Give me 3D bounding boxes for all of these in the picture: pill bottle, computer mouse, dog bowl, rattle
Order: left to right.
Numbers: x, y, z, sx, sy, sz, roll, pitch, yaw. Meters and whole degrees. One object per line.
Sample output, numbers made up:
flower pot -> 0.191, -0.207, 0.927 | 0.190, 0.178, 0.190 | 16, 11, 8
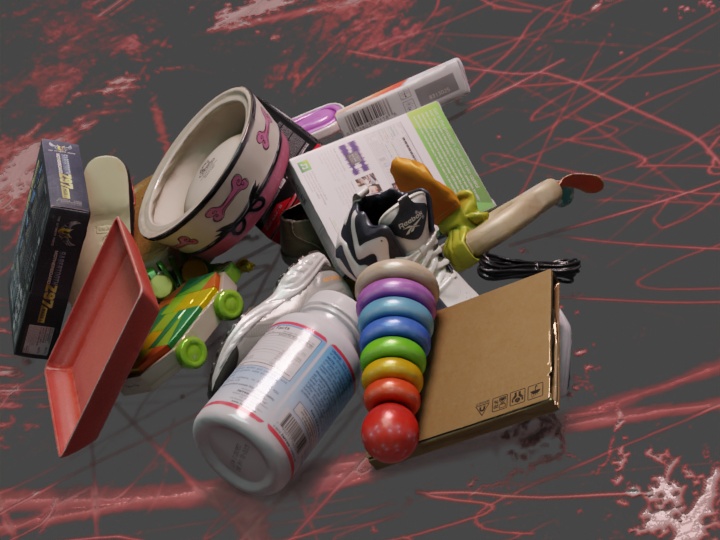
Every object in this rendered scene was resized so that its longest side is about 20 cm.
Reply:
dog bowl -> -0.158, -0.101, 1.605 | 0.200, 0.073, 0.202 | -39, 31, 29
pill bottle -> -0.067, 0.114, 1.410 | 0.108, 0.110, 0.200 | 10, 43, 33
rattle -> 0.147, -0.096, 1.558 | 0.199, 0.130, 0.143 | -35, 77, -11
computer mouse -> 0.175, 0.047, 1.426 | 0.108, 0.044, 0.201 | 8, 39, -8

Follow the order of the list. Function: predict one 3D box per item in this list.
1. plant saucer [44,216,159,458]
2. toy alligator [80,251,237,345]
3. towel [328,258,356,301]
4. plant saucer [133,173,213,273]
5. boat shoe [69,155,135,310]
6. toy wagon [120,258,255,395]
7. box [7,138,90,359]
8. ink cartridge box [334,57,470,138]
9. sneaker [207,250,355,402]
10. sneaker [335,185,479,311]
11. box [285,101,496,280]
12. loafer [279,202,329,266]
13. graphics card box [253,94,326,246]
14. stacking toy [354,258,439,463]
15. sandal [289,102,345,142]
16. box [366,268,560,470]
plant saucer -> -0.269, 0.070, 1.514 | 0.202, 0.036, 0.200 | -61, 25, 14
toy alligator -> -0.234, 0.020, 1.634 | 0.198, 0.059, 0.055 | -24, 72, -9
towel -> 0.000, 0.000, 1.611 | 0.085, 0.018, 0.200 | -24, 36, -10
plant saucer -> -0.238, -0.057, 1.732 | 0.198, 0.036, 0.202 | -18, 45, 19
boat shoe -> -0.296, -0.028, 1.676 | 0.072, 0.063, 0.205 | 3, 81, -2
toy wagon -> -0.186, 0.052, 1.543 | 0.154, 0.040, 0.201 | -14, 34, 52
box -> -0.359, -0.025, 1.654 | 0.050, 0.202, 0.158 | 9, 29, -23
ink cartridge box -> 0.053, -0.213, 1.764 | 0.160, 0.051, 0.200 | -24, 13, 7
sneaker -> -0.085, 0.069, 1.512 | 0.079, 0.074, 0.200 | 40, 71, 11
sneaker -> 0.059, -0.015, 1.467 | 0.079, 0.130, 0.199 | -35, 62, -27
box -> 0.034, -0.090, 1.610 | 0.198, 0.036, 0.146 | -23, 75, -20
loafer -> -0.008, -0.077, 1.642 | 0.199, 0.070, 0.075 | -33, 37, -15
graphics card box -> -0.104, -0.119, 1.736 | 0.126, 0.051, 0.200 | -58, 39, 6
stacking toy -> 0.033, 0.091, 1.362 | 0.084, 0.086, 0.202 | -8, 51, 13
sandal -> -0.113, -0.176, 1.866 | 0.201, 0.050, 0.083 | -27, 36, -11
box -> 0.098, 0.093, 1.374 | 0.198, 0.021, 0.165 | -22, 39, 27
